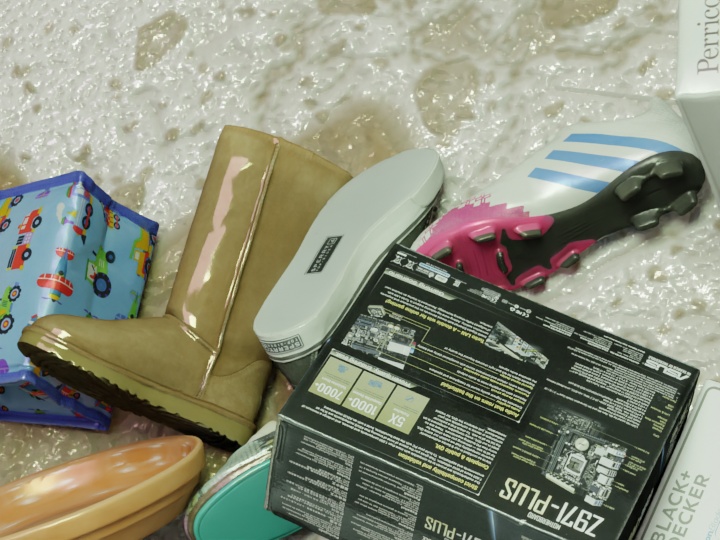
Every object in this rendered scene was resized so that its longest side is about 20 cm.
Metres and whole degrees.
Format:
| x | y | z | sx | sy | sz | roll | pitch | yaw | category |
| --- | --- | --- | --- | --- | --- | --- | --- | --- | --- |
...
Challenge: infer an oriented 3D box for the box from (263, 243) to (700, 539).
| x | y | z | sx | sy | sz | roll | pitch | yaw | category |
| --- | --- | --- | --- | --- | --- | --- | --- | --- | --- |
| 0.071 | 0.097 | 1.304 | 0.200 | 0.086 | 0.164 | 22 | 45 | 12 | box |

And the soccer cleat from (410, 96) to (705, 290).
| x | y | z | sx | sy | sz | roll | pitch | yaw | category |
| --- | --- | --- | --- | --- | --- | --- | --- | --- | --- |
| 0.122 | -0.046 | 1.447 | 0.200 | 0.070 | 0.086 | -21 | 44 | 7 | soccer cleat |

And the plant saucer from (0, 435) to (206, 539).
| x | y | z | sx | sy | sz | roll | pitch | yaw | category |
| --- | --- | --- | --- | --- | --- | --- | --- | --- | --- |
| -0.187 | 0.154 | 1.410 | 0.200 | 0.200 | 0.038 | -18 | 97 | 13 | plant saucer |

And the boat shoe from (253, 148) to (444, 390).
| x | y | z | sx | sy | sz | roll | pitch | yaw | category |
| --- | --- | --- | --- | --- | --- | --- | --- | --- | --- |
| 0.000 | 0.000 | 1.462 | 0.071 | 0.064 | 0.200 | 0 | 40 | 40 | boat shoe |

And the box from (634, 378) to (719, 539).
| x | y | z | sx | sy | sz | roll | pitch | yaw | category |
| --- | --- | --- | --- | --- | --- | --- | --- | --- | --- |
| 0.267 | 0.150 | 1.283 | 0.200 | 0.060 | 0.117 | 19 | 73 | 29 | box |

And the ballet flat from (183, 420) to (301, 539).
| x | y | z | sx | sy | sz | roll | pitch | yaw | category |
| --- | --- | --- | --- | --- | --- | --- | --- | --- | --- |
| -0.023 | 0.109 | 1.425 | 0.200 | 0.069 | 0.071 | -29 | 35 | -1 | ballet flat |

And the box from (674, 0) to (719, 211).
| x | y | z | sx | sy | sz | roll | pitch | yaw | category |
| --- | --- | --- | --- | --- | --- | --- | --- | --- | --- |
| 0.269 | -0.143 | 1.349 | 0.130 | 0.200 | 0.199 | -5 | 63 | 19 | box |

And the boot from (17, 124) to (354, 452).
| x | y | z | sx | sy | sz | roll | pitch | yaw | category |
| --- | --- | --- | --- | --- | --- | --- | --- | --- | --- |
| -0.112 | -0.002 | 1.473 | 0.066 | 0.175 | 0.200 | -15 | 52 | 61 | boot |

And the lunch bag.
| x | y | z | sx | sy | sz | roll | pitch | yaw | category |
| --- | --- | --- | --- | --- | --- | --- | --- | --- | --- |
| -0.254 | 0.024 | 1.555 | 0.200 | 0.094 | 0.151 | -3 | 64 | 34 | lunch bag |
